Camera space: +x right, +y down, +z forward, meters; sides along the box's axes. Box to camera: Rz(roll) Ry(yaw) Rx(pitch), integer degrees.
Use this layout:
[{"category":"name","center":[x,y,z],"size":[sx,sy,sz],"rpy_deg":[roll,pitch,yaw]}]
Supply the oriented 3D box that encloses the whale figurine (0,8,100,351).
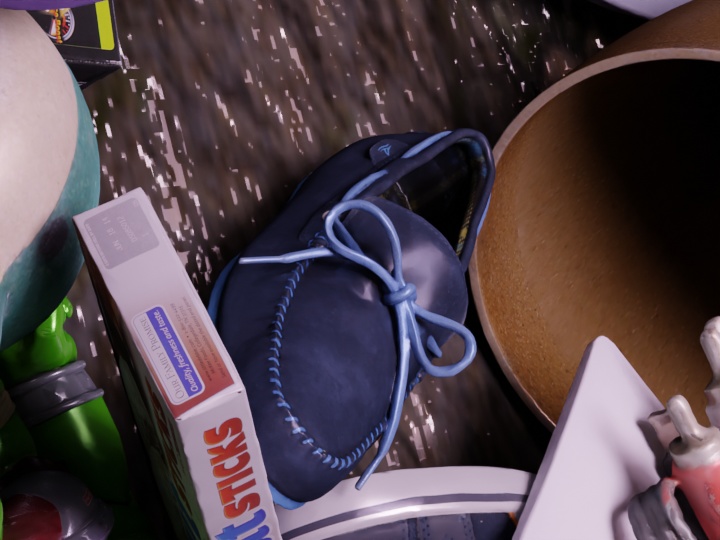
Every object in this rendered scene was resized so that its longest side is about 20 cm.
[{"category":"whale figurine","center":[-0.157,0.008,0.856],"size":[0.200,0.159,0.104],"rpy_deg":[-55,145,-16]}]

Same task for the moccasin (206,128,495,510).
[{"category":"moccasin","center":[0.000,0.000,0.993],"size":[0.081,0.068,0.200],"rpy_deg":[53,27,-22]}]

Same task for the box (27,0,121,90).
[{"category":"box","center":[-0.175,-0.159,0.950],"size":[0.193,0.047,0.201],"rpy_deg":[3,72,-43]}]

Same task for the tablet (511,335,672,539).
[{"category":"tablet","center":[0.128,0.130,1.043],"size":[0.200,0.014,0.130],"rpy_deg":[50,36,-19]}]

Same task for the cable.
[{"category":"cable","center":[0.156,0.116,1.032],"size":[0.200,0.050,0.097],"rpy_deg":[55,32,-9]}]

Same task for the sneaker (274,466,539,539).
[{"category":"sneaker","center":[0.050,0.116,1.030],"size":[0.199,0.078,0.080],"rpy_deg":[9,63,-42]}]

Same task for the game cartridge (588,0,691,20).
[{"category":"game cartridge","center":[0.129,-0.166,1.188],"size":[0.199,0.041,0.134],"rpy_deg":[6,107,-48]}]

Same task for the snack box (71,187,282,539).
[{"category":"snack box","center":[-0.047,0.057,0.880],"size":[0.024,0.200,0.072],"rpy_deg":[-25,61,-9]}]

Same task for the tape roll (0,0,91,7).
[{"category":"tape roll","center":[-0.082,-0.176,0.774],"size":[0.199,0.085,0.201],"rpy_deg":[13,69,-35]}]

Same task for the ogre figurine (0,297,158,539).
[{"category":"ogre figurine","center":[-0.102,0.090,0.882],"size":[0.120,0.098,0.200],"rpy_deg":[59,2,-15]}]

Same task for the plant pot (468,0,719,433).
[{"category":"plant pot","center":[0.160,-0.037,1.137],"size":[0.187,0.186,0.200],"rpy_deg":[55,34,-12]}]
